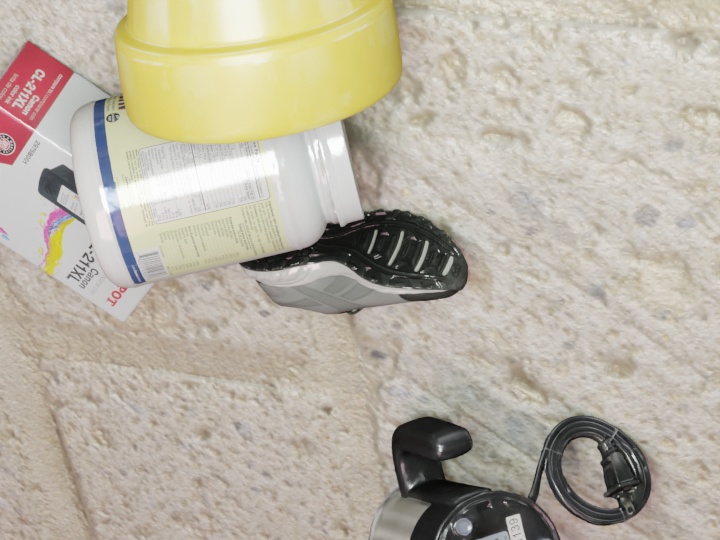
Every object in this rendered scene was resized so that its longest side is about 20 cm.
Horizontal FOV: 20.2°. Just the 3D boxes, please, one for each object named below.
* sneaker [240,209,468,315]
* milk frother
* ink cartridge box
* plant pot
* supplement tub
[{"bbox_3d":[0.000,0.000,1.648,0.199,0.074,0.079,3,143,30],"label":"sneaker"},{"bbox_3d":[0.128,0.213,1.754,0.199,0.181,0.188,2,178,-16],"label":"milk frother"},{"bbox_3d":[-0.233,-0.070,1.668,0.200,0.083,0.146,34,135,-9],"label":"ink cartridge box"},{"bbox_3d":[-0.081,-0.211,1.398,0.200,0.201,0.190,1,116,23],"label":"plant pot"},{"bbox_3d":[-0.107,-0.076,1.523,0.199,0.145,0.145,-13,130,1],"label":"supplement tub"}]
